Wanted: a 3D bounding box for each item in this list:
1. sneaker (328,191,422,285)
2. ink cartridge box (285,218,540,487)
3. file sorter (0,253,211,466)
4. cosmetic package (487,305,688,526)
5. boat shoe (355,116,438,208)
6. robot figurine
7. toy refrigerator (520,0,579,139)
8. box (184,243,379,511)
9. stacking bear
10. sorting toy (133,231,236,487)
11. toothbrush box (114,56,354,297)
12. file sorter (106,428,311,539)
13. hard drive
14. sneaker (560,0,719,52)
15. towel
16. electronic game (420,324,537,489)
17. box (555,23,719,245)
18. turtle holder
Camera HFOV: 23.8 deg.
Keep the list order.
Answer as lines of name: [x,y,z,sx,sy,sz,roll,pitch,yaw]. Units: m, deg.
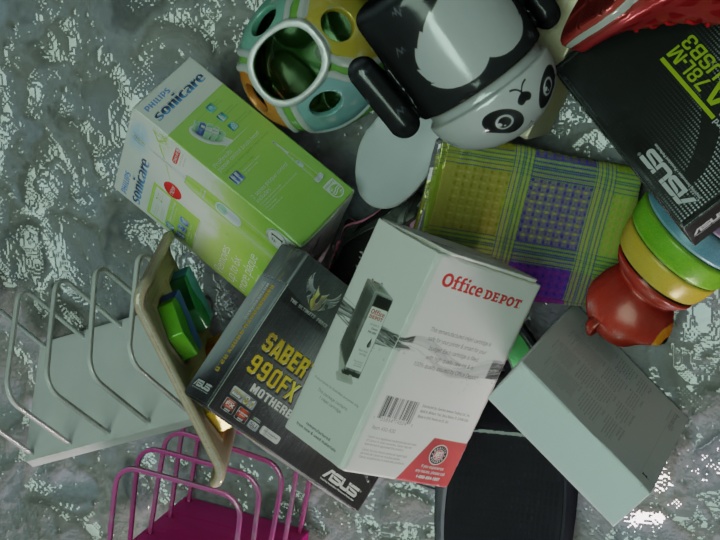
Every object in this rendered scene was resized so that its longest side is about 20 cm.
sneaker: [0.000,0.000,1.594,0.200,0.079,0.096,-43,53,12]
ink cartridge box: [0.046,0.071,1.451,0.083,0.146,0.201,31,99,42]
file sorter: [-0.263,0.083,1.652,0.199,0.125,0.139,-16,53,22]
cosmetic package: [0.202,0.120,1.487,0.151,0.200,0.052,44,113,6]
boat shoe: [0.057,-0.150,1.545,0.071,0.070,0.201,25,108,14]
robot figurine: [0.077,-0.195,1.416,0.150,0.125,0.200,-29,103,31]
toy refrigerator: [0.166,-0.222,1.493,0.076,0.070,0.201,30,110,18]
box: [-0.035,0.097,1.514,0.200,0.048,0.159,40,79,-34]
stacking bear: [0.274,-0.012,1.483,0.114,0.121,0.200,45,117,12]
sorting toy: [-0.148,0.075,1.559,0.036,0.185,0.201,-19,104,6]
toothbrush box: [-0.120,-0.076,1.581,0.200,0.086,0.146,41,150,6]
file sorter: [-0.140,0.222,1.632,0.138,0.200,0.126,13,107,16]
hard drive: [0.134,0.220,1.593,0.134,0.042,0.201,6,116,7]
sneaker: [0.258,-0.207,1.375,0.115,0.079,0.200,37,144,-17]
towel: [0.144,-0.043,1.523,0.199,0.023,0.144,8,109,-12]
electronic game: [0.083,0.113,1.614,0.199,0.042,0.201,4,103,18]
box: [0.290,-0.153,1.404,0.193,0.048,0.200,-36,58,5]
turtle holder: [-0.025,-0.198,1.530,0.185,0.132,0.142,-12,98,22]
